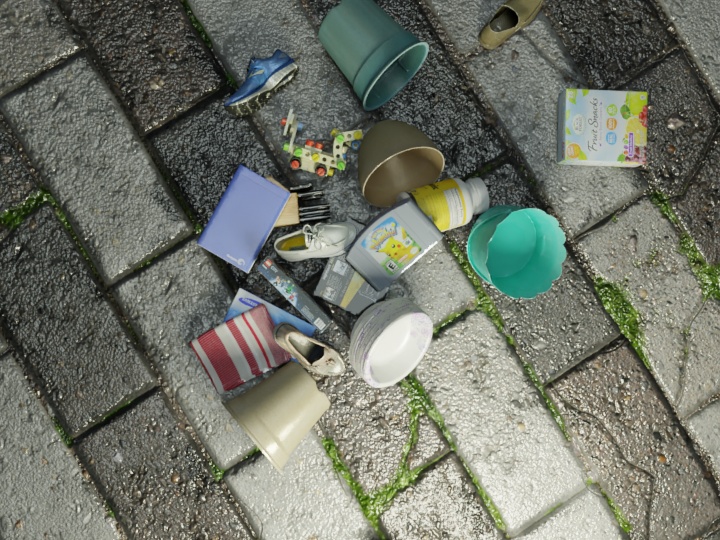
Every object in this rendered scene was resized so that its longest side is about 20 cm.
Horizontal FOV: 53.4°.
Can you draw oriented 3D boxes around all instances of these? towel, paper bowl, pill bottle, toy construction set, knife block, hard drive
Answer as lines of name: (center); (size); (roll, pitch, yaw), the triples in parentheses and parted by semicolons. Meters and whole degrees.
towel: (-0.271, 0.179, 1.617); (0.198, 0.023, 0.145); (-27, 98, 10)
paper bowl: (0.057, 0.151, 1.595); (0.201, 0.201, 0.104); (-49, 53, -4)
pill bottle: (0.190, -0.148, 1.642); (0.197, 0.111, 0.113); (-16, 88, -13)
toy construction set: (-0.100, -0.291, 1.647); (0.197, 0.092, 0.133); (21, 111, 6)
knife block: (-0.171, -0.125, 1.649); (0.175, 0.064, 0.201); (38, 86, 0)
hard drive: (-0.260, -0.115, 1.599); (0.131, 0.025, 0.202); (29, 87, -2)

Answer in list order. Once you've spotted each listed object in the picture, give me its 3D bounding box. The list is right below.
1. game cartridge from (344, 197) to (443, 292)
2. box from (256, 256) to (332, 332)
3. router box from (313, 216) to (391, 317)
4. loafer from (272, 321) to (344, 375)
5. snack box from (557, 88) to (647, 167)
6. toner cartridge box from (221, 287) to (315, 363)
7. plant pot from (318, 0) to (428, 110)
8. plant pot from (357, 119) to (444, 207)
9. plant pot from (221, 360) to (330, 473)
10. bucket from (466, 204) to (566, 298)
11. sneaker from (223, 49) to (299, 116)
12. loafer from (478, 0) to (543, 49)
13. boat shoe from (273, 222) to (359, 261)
game cartridge: (0.067, -0.060, 1.575); (0.200, 0.041, 0.133); (-41, 103, 17)
box: (-0.144, 0.054, 1.606); (0.200, 0.137, 0.038); (45, 88, -1)
router box: (0.000, 0.000, 1.658); (0.156, 0.052, 0.202); (25, 86, -1)
loafer: (-0.109, 0.185, 1.600); (0.199, 0.063, 0.072); (36, 81, -29)
snack box: (0.572, -0.336, 1.698); (0.196, 0.068, 0.172); (1, 88, -1)
toner cartridge box: (-0.209, 0.127, 1.645); (0.198, 0.043, 0.096); (27, 86, -2)
plant pot: (0.019, -0.507, 1.623); (0.200, 0.200, 0.197); (-40, 82, -4)
plant pot: (0.073, -0.260, 1.620); (0.198, 0.201, 0.136); (-22, 64, -4)
plant pot: (-0.174, 0.307, 1.580); (0.183, 0.200, 0.201); (-41, 90, -16)
bucket: (0.346, -0.050, 1.613); (0.204, 0.135, 0.211); (-3, 105, -13)
sneaker: (-0.240, -0.438, 1.662); (0.199, 0.079, 0.089); (-40, 83, -12)
loafer: (0.366, -0.607, 1.699); (0.076, 0.067, 0.200); (43, 86, 0)
boat shoe: (-0.104, -0.073, 1.608); (0.199, 0.086, 0.076); (-9, 73, 18)
